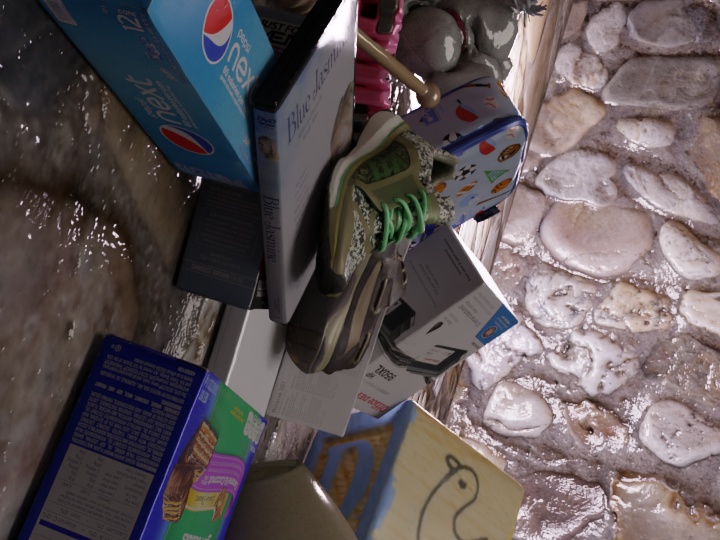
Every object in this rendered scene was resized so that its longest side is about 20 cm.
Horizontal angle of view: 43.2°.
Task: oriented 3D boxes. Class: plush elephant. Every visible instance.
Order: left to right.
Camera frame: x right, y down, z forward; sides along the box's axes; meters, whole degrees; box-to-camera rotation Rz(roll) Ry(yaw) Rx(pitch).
[{"bbox_3d":[0.086,-0.237,0.955,0.200,0.153,0.167,-26,-94,65],"label":"plush elephant"}]

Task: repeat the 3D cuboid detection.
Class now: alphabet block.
[{"bbox_3d":[0.043,0.297,1.073,0.195,0.199,0.197,-21,-143,51],"label":"alphabet block"}]

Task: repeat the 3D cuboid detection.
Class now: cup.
[{"bbox_3d":[-0.082,0.234,0.726,0.200,0.197,0.146,2,78,-76],"label":"cup"}]

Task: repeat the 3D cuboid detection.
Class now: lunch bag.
[{"bbox_3d":[0.083,-0.095,0.903,0.159,0.076,0.200,-30,160,-7],"label":"lunch bag"}]

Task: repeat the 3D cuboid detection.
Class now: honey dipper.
[{"bbox_3d":[0.008,-0.176,0.726,0.199,0.038,0.039,28,76,-50],"label":"honey dipper"}]

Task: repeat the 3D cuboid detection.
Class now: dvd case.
[{"bbox_3d":[-0.033,-0.078,0.615,0.202,0.017,0.144,92,18,-50],"label":"dvd case"}]

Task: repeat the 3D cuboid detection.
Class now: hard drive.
[{"bbox_3d":[-0.093,0.066,0.780,0.132,0.026,0.203,43,62,-76],"label":"hard drive"}]

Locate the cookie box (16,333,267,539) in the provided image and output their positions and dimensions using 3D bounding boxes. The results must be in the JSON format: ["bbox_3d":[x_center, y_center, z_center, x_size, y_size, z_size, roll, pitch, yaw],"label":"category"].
[{"bbox_3d":[-0.142,0.166,0.582,0.171,0.074,0.203,70,38,-69],"label":"cookie box"}]

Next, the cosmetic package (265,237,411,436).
[{"bbox_3d":[-0.025,0.048,0.867,0.051,0.081,0.203,-137,-115,-74],"label":"cosmetic package"}]

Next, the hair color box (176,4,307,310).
[{"bbox_3d":[-0.065,-0.076,0.663,0.099,0.060,0.203,9,96,-77],"label":"hair color box"}]

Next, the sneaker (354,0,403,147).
[{"bbox_3d":[-0.002,-0.165,0.823,0.095,0.078,0.203,-61,166,-82],"label":"sneaker"}]

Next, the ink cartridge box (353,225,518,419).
[{"bbox_3d":[0.052,0.061,0.971,0.199,0.085,0.144,-36,151,10],"label":"ink cartridge box"}]

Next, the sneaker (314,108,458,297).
[{"bbox_3d":[0.025,-0.051,0.666,0.201,0.087,0.078,-64,166,-47],"label":"sneaker"}]

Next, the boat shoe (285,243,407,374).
[{"bbox_3d":[0.000,0.000,0.803,0.073,0.075,0.202,13,111,-38],"label":"boat shoe"}]

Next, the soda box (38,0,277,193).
[{"bbox_3d":[-0.093,-0.116,0.491,0.200,0.063,0.069,66,41,-70],"label":"soda box"}]
